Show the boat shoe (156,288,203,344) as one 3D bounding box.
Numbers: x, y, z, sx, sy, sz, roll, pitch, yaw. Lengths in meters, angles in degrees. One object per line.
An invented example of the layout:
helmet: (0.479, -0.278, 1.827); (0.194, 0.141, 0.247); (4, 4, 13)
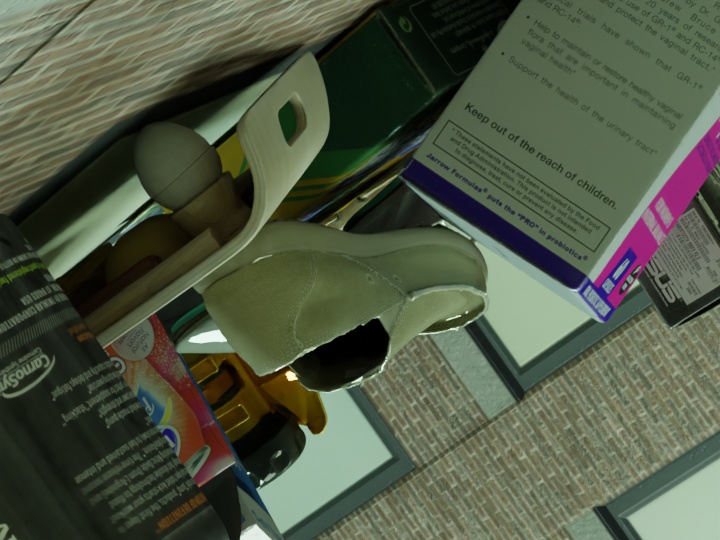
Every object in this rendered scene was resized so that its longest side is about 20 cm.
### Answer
boat shoe: (-0.136, 0.042, 1.411); (0.200, 0.060, 0.074); (-33, -177, -2)

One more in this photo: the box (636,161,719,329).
box: (0.138, -0.076, 1.313); (0.048, 0.200, 0.158); (-33, 178, 19)

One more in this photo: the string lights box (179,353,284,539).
string lights box: (-0.128, 0.119, 1.500); (0.103, 0.200, 0.059); (-35, 140, 3)

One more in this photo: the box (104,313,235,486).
box: (-0.165, 0.090, 1.230); (0.100, 0.096, 0.200); (-32, -173, -37)

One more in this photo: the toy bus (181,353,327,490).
toy bus: (-0.137, 0.086, 1.694); (0.200, 0.136, 0.192); (-33, -167, 0)

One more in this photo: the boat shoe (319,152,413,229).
boat shoe: (0.018, -0.057, 1.371); (0.200, 0.065, 0.071); (-28, 180, 4)

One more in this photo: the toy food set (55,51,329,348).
toy food set: (-0.105, -0.014, 1.062); (0.200, 0.060, 0.144); (-34, -172, 17)

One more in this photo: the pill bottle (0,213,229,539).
pill bottle: (-0.120, 0.086, 0.950); (0.106, 0.200, 0.106); (-35, 177, -2)

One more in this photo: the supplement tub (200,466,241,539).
supplement tub: (-0.173, 0.140, 1.402); (0.200, 0.107, 0.107); (-6, -169, 26)

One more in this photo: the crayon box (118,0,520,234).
crayon box: (-0.011, -0.066, 1.232); (0.200, 0.052, 0.126); (-37, 177, 37)

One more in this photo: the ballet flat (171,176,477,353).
ballet flat: (0.000, 0.000, 1.278); (0.200, 0.064, 0.067); (-35, 177, -17)

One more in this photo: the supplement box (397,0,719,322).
supplement box: (0.122, -0.090, 1.164); (0.200, 0.103, 0.101); (-56, 164, 0)

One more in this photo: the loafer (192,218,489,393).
loafer: (-0.005, 0.020, 1.177); (0.076, 0.068, 0.200); (-24, 165, 34)
